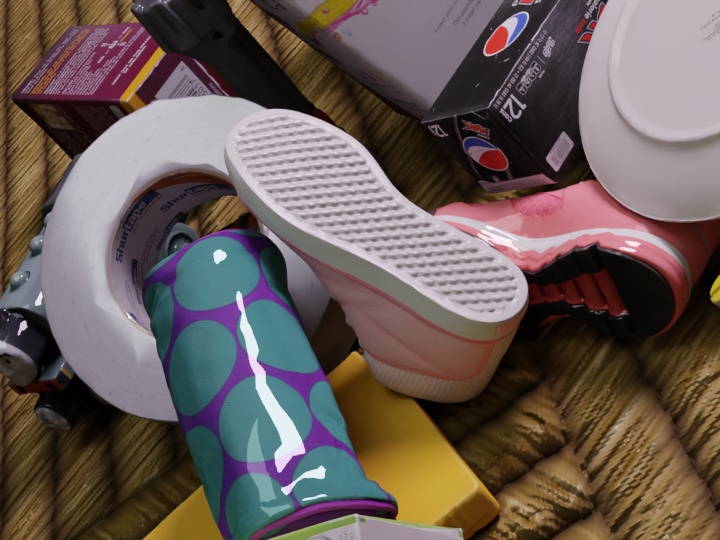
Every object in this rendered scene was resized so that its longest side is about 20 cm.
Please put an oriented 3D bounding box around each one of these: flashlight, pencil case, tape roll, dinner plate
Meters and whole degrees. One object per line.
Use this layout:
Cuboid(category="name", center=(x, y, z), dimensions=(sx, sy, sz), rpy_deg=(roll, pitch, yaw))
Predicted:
Cuboid(category="flashlight", center=(-0.074, -0.119, 1.136), dimensions=(0.068, 0.200, 0.068), rpy_deg=(-39, 30, 8))
Cuboid(category="pencil case", center=(-0.050, 0.071, 0.899), dimensions=(0.085, 0.092, 0.201), rpy_deg=(-54, 43, 30))
Cuboid(category="tape roll", center=(-0.095, -0.004, 1.049), dimensions=(0.198, 0.066, 0.203), rpy_deg=(-4, 79, 19))
Cuboid(category="dinner plate", center=(0.183, -0.120, 0.855), dimensions=(0.199, 0.024, 0.202), rpy_deg=(-26, 51, 38))

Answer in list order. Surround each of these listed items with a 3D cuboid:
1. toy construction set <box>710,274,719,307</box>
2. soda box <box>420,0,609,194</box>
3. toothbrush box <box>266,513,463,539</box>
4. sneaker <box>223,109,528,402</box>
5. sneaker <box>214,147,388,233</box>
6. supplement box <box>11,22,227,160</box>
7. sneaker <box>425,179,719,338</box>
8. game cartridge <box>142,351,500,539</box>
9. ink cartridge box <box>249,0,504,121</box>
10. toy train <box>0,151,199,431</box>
Cuboid(category="toy construction set", center=(0.236, 0.005, 0.723), dimensions=(0.132, 0.092, 0.200), rpy_deg=(-57, 30, 11))
Cuboid(category="soda box", center=(0.121, -0.141, 0.983), dimensions=(0.071, 0.063, 0.201), rpy_deg=(-6, 45, 58))
Cuboid(category="toothbrush box", center=(-0.044, 0.206, 0.772), dimensions=(0.199, 0.086, 0.147), rpy_deg=(-21, 67, 34))
Cuboid(category="sneaker", center=(0.000, 0.000, 0.946), dimensions=(0.200, 0.105, 0.075), rpy_deg=(36, 55, 20))
Cuboid(category="sneaker", center=(-0.069, -0.013, 1.127), dimensions=(0.200, 0.071, 0.080), rpy_deg=(-46, 35, -2))
Cuboid(category="supplement box", center=(-0.175, -0.129, 1.352), dimensions=(0.199, 0.110, 0.086), rpy_deg=(9, 57, 53))
Cuboid(category="sneaker", center=(0.116, -0.014, 0.937), dimensions=(0.199, 0.074, 0.087), rpy_deg=(8, 43, 49))
Cuboid(category="game cartridge", center=(-0.034, 0.149, 0.939), dimensions=(0.200, 0.032, 0.176), rpy_deg=(-41, 31, 0))
Cuboid(category="ink cartridge box", center=(0.006, -0.207, 1.074), dimensions=(0.145, 0.199, 0.145), rpy_deg=(-55, 18, 0))
Cuboid(category="toy train", center=(-0.190, 0.010, 1.199), dimensions=(0.085, 0.114, 0.201), rpy_deg=(-8, 45, 44))
